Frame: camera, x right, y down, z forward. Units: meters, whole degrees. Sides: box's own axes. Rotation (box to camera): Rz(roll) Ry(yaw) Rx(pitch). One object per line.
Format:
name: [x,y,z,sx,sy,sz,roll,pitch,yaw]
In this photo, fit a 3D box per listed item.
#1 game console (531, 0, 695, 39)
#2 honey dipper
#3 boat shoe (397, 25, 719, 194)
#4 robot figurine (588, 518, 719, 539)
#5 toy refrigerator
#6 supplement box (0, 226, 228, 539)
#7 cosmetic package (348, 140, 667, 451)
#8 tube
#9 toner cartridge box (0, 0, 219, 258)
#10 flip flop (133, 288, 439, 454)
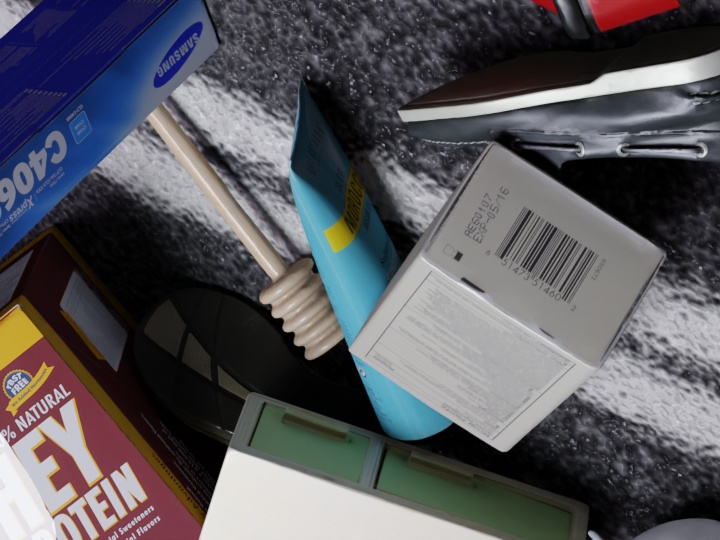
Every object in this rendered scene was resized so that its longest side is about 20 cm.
game console: [0.091,-0.219,1.324,0.172,0.119,0.200,-17,118,16]
honey dipper: [-0.077,-0.038,1.649,0.200,0.038,0.038,51,143,-6]
boat shoe: [0.105,-0.068,1.414,0.199,0.074,0.066,-8,109,37]
robot figurine: [0.194,0.212,1.573,0.200,0.113,0.170,47,161,-6]
toy refrigerator: [0.020,0.136,1.623,0.199,0.076,0.070,18,113,1]
supplement box: [-0.174,0.109,1.718,0.133,0.200,0.197,-38,100,8]
cosmetic package: [0.069,0.017,1.474,0.103,0.073,0.200,33,163,-1]
tube: [0.000,0.000,1.592,0.050,0.078,0.200,-18,122,10]
toner cartridge box: [-0.170,-0.081,1.553,0.095,0.200,0.043,9,133,38]
flip flop: [-0.044,0.082,1.714,0.200,0.081,0.058,28,156,12]
